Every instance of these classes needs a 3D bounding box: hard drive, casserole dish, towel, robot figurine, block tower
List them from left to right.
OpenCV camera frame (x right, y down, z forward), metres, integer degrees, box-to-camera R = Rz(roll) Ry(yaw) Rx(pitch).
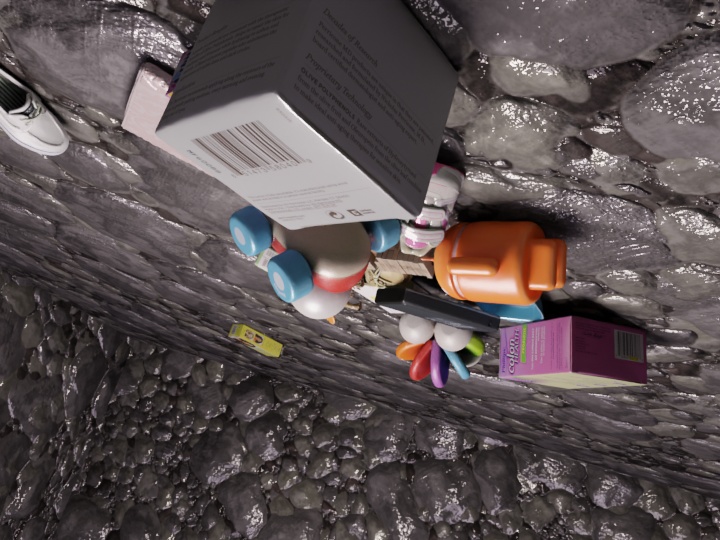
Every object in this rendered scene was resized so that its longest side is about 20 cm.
[{"bbox_3d":[-0.236,-0.201,0.907,0.198,0.033,0.190,27,160,-22],"label":"towel"},{"bbox_3d":[0.034,-0.034,1.078,0.197,0.059,0.054,9,160,30],"label":"block tower"},{"bbox_3d":[0.139,0.073,1.166,0.197,0.034,0.139,17,172,-19],"label":"hard drive"},{"bbox_3d":[0.190,-0.011,0.901,0.197,0.145,0.118,3,134,36],"label":"robot figurine"},{"bbox_3d":[0.249,0.037,1.097,0.119,0.039,0.200,5,156,36],"label":"casserole dish"}]

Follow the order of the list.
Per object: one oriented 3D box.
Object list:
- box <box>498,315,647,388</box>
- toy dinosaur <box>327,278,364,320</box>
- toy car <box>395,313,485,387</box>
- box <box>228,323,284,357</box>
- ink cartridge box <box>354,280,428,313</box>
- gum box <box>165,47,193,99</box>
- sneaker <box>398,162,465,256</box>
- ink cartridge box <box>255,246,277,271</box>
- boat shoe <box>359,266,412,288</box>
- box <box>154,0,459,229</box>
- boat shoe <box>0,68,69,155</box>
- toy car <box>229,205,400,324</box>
[{"bbox_3d":[0.382,0.154,1.150,0.173,0.099,0.199,11,164,-22],"label":"box"},{"bbox_3d":[-0.045,0.038,1.141,0.099,0.059,0.200,7,159,17],"label":"toy dinosaur"},{"bbox_3d":[0.169,0.176,1.377,0.197,0.152,0.175,8,159,26],"label":"toy car"},{"bbox_3d":[-0.365,0.250,2.229,0.074,0.051,0.199,-2,153,46],"label":"box"},{"bbox_3d":[0.025,0.040,1.302,0.198,0.049,0.145,-5,151,44],"label":"ink cartridge box"},{"bbox_3d":[-0.118,-0.192,0.768,0.112,0.067,0.199,-3,152,45],"label":"gum box"},{"bbox_3d":[0.090,-0.078,0.853,0.080,0.090,0.201,14,160,10],"label":"sneaker"},{"bbox_3d":[-0.128,0.005,1.295,0.144,0.049,0.200,30,-177,2],"label":"ink cartridge box"},{"bbox_3d":[-0.001,-0.002,1.151,0.197,0.063,0.074,14,131,26],"label":"boat shoe"},{"bbox_3d":[-0.047,-0.163,0.617,0.197,0.174,0.199,-1,154,44],"label":"box"},{"bbox_3d":[-0.534,-0.250,0.981,0.066,0.075,0.200,7,157,37],"label":"boat shoe"},{"bbox_3d":[-0.068,-0.009,0.886,0.177,0.183,0.202,45,147,26],"label":"toy car"}]
